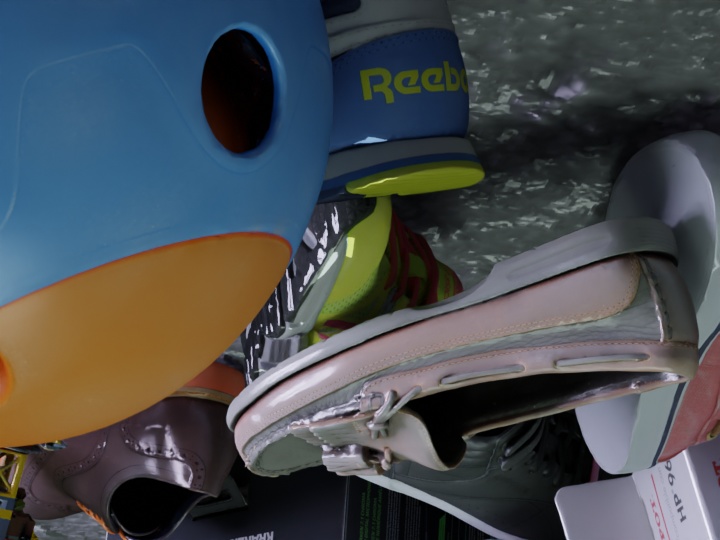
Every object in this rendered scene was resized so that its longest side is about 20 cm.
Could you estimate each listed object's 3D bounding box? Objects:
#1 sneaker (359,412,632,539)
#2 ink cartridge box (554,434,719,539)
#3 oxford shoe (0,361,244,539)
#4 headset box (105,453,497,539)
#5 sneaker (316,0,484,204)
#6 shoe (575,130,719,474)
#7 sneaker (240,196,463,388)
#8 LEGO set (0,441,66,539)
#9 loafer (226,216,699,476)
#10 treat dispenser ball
[{"bbox_3d":[0.080,0.082,1.015,0.199,0.071,0.099,19,156,-22],"label":"sneaker"},{"bbox_3d":[0.203,0.126,0.983,0.199,0.117,0.068,-9,159,-16],"label":"ink cartridge box"},{"bbox_3d":[-0.131,0.105,1.087,0.071,0.073,0.200,18,151,-30],"label":"oxford shoe"},{"bbox_3d":[-0.021,0.157,1.161,0.174,0.093,0.200,-16,148,36],"label":"headset box"},{"bbox_3d":[-0.035,-0.065,0.733,0.074,0.083,0.199,-11,-172,-42],"label":"sneaker"},{"bbox_3d":[0.150,0.008,0.867,0.091,0.072,0.200,-14,146,-16],"label":"shoe"},{"bbox_3d":[0.000,0.000,0.865,0.090,0.079,0.200,-2,161,-8],"label":"sneaker"},{"bbox_3d":[-0.234,0.057,1.002,0.199,0.116,0.154,16,-179,-18],"label":"LEGO set"},{"bbox_3d":[0.036,0.045,0.813,0.199,0.063,0.072,-26,157,24],"label":"loafer"},{"bbox_3d":[-0.108,-0.050,0.610,0.200,0.202,0.201,3,155,1],"label":"treat dispenser ball"}]
